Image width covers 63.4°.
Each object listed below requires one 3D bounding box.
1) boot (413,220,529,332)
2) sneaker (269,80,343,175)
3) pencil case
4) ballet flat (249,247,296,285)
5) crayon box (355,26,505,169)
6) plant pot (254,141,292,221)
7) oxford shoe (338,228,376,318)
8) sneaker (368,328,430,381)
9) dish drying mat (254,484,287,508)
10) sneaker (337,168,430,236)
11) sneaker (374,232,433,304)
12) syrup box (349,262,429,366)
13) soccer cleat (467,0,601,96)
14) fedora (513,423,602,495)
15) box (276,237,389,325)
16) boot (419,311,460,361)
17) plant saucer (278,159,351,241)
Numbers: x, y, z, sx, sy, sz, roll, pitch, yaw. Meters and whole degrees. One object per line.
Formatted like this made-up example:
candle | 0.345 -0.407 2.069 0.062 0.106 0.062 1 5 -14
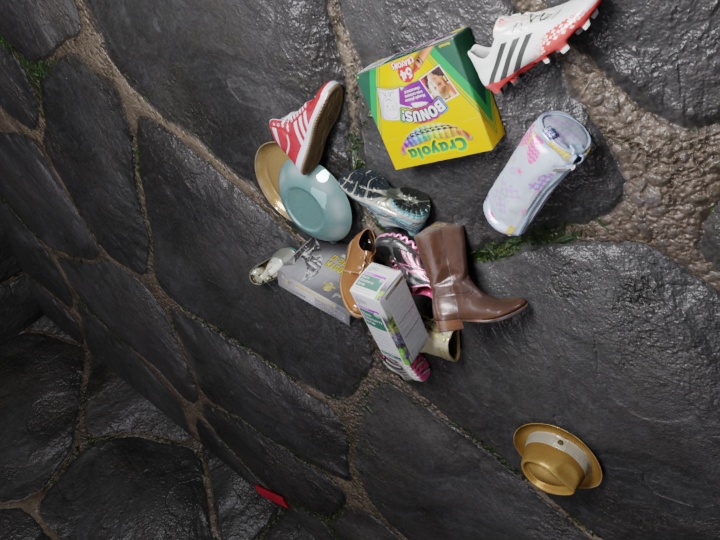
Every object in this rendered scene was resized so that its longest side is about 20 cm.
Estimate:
boot | 0.204 -0.003 1.077 0.064 0.182 0.204 157 101 -87
sneaker | -0.107 -0.292 1.105 0.113 0.071 0.201 45 134 17
pencil case | 0.261 -0.140 0.877 0.092 0.082 0.201 57 149 21
ballet flat | -0.224 -0.002 1.494 0.068 0.064 0.199 53 142 -12
crayon box | 0.109 -0.265 0.930 0.198 0.058 0.175 -2 123 45
plant pot | -0.149 -0.193 1.274 0.197 0.028 0.203 26 139 24
oxford shoe | 0.000 0.000 1.182 0.070 0.203 0.071 14 144 -18
sneaker | 0.074 0.189 1.375 0.200 0.074 0.087 49 137 -12
dish drying mat | -0.406 1.039 2.684 0.197 0.018 0.078 3 127 41
sneaker | 0.038 -0.123 1.118 0.198 0.078 0.087 29 144 22
sneaker | 0.100 0.002 1.148 0.198 0.096 0.079 31 166 20
syrup box | 0.060 0.087 1.136 0.078 0.082 0.202 17 147 39
soccer cleat | 0.223 -0.312 0.770 0.085 0.069 0.199 47 148 -10
fedora | 0.413 0.422 1.257 0.198 0.082 0.203 26 140 24
box | -0.058 0.012 1.268 0.198 0.158 0.049 27 140 23
boot | 0.130 0.108 1.246 0.153 0.073 0.203 10 132 39
plant saucer | -0.108 -0.137 1.232 0.198 0.039 0.204 26 140 24
